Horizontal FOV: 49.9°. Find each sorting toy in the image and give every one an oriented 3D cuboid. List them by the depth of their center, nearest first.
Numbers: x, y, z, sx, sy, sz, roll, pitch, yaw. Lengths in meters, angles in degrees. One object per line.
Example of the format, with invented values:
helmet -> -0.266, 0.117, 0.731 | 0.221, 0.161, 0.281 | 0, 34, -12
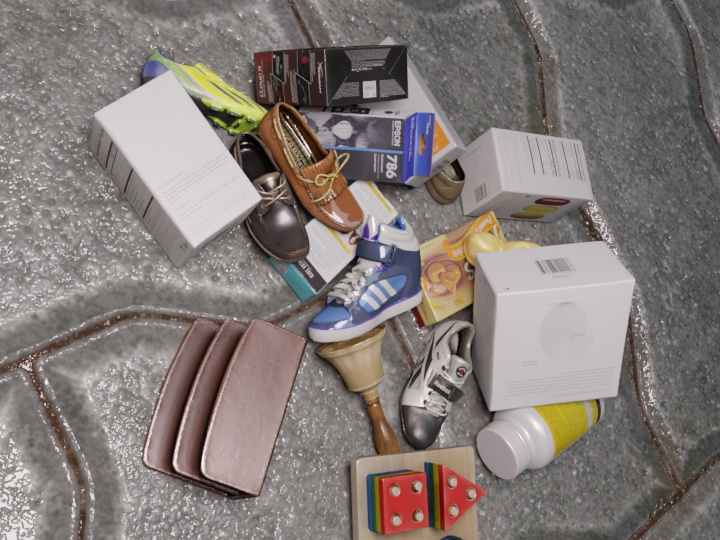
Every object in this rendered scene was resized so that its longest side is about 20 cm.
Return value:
sorting toy -> 0.090, 0.351, 1.046 | 0.195, 0.069, 0.205 | 1, 83, -29

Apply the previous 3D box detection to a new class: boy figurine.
boy figurine -> 0.236, 0.010, 1.193 | 0.198, 0.064, 0.126 | 31, 92, -19

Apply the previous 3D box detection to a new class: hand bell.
hand bell -> 0.018, 0.188, 1.078 | 0.103, 0.103, 0.204 | -23, 98, -32

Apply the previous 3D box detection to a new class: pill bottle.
pill bottle -> 0.272, 0.232, 1.180 | 0.198, 0.111, 0.113 | -26, 88, -33

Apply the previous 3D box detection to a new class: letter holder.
letter holder -> -0.171, 0.160, 0.960 | 0.140, 0.100, 0.203 | 25, 64, -18

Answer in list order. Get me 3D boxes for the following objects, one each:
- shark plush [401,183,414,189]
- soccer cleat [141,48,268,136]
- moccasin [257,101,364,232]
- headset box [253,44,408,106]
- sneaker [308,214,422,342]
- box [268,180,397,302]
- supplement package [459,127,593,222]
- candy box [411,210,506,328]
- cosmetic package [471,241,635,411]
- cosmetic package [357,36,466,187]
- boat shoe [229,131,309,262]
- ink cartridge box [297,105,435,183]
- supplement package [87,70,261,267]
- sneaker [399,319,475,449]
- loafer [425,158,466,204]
shark plush -> 0.012, -0.193, 1.195 | 0.197, 0.092, 0.084 | 21, 34, -16
soccer cleat -> -0.208, -0.251, 1.088 | 0.197, 0.065, 0.085 | 18, 64, -23
moccasin -> -0.061, -0.143, 1.072 | 0.073, 0.077, 0.203 | -33, 94, -32
headset box -> -0.050, -0.277, 1.099 | 0.147, 0.198, 0.077 | -14, 109, -36
sneaker -> 0.000, 0.000, 1.080 | 0.197, 0.080, 0.149 | -21, 110, -29
box -> -0.037, -0.051, 1.129 | 0.083, 0.049, 0.200 | 50, 58, -6
supplement package -> 0.275, -0.156, 1.301 | 0.196, 0.113, 0.112 | 2, 72, -28
candy box -> 0.153, -0.004, 1.218 | 0.198, 0.055, 0.117 | -24, 89, -34
cosmetic package -> 0.271, 0.080, 1.125 | 0.195, 0.124, 0.204 | -5, 119, -5
cosmetic package -> 0.067, -0.242, 1.190 | 0.202, 0.101, 0.071 | 59, 19, 10
boat shoe -> -0.130, -0.102, 1.049 | 0.074, 0.074, 0.202 | -26, 69, -18
ink cartridge box -> 0.008, -0.182, 1.117 | 0.196, 0.101, 0.039 | 3, 28, 5
supplement package -> -0.240, -0.127, 0.994 | 0.116, 0.117, 0.201 | -37, 94, -26
sneaker -> 0.118, 0.160, 1.131 | 0.073, 0.088, 0.203 | 27, 64, -20
loafer -> 0.114, -0.208, 1.253 | 0.076, 0.067, 0.202 | -35, 93, -33
